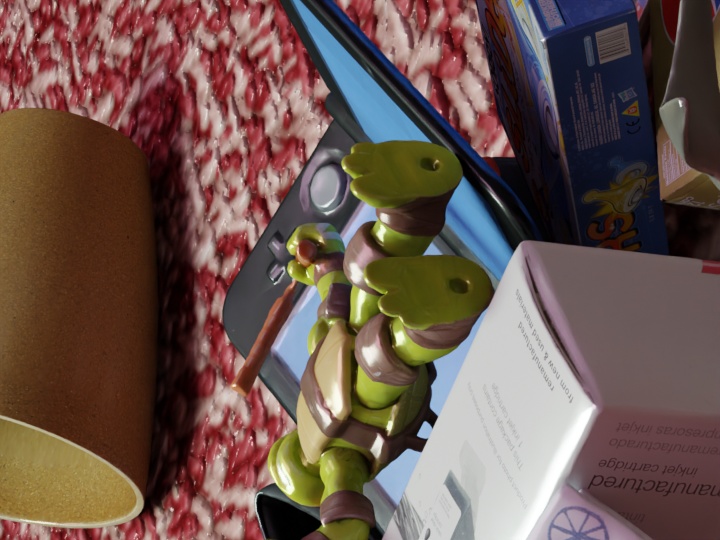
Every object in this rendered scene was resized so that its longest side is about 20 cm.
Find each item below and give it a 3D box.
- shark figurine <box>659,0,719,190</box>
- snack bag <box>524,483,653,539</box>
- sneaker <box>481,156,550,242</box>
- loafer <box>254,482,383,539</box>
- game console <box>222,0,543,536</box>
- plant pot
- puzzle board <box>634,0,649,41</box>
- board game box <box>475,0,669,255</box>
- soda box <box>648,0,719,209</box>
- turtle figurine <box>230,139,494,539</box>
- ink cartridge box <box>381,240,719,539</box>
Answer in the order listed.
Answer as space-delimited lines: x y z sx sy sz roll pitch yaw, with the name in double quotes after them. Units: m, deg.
0.183 -0.010 0.880 0.090 0.214 0.128 -53 -25 -27 "shark figurine"
0.084 0.194 0.925 0.200 0.189 0.021 -55 -7 20 "snack bag"
0.031 0.044 1.235 0.075 0.084 0.200 -134 55 -62 "sneaker"
0.008 0.145 1.152 0.201 0.070 0.068 -119 43 -55 "loafer"
0.000 0.000 1.120 0.171 0.118 0.200 -57 46 18 "game console"
-0.188 0.017 1.669 0.186 0.186 0.200 -32 41 61 "plant pot"
0.099 -0.168 1.224 0.151 0.017 0.200 -111 35 -48 "puzzle board"
0.073 -0.075 1.094 0.200 0.034 0.135 74 177 -53 "board game box"
0.142 -0.121 1.043 0.064 0.068 0.200 143 130 -59 "soda box"
0.000 0.044 1.035 0.161 0.064 0.200 115 166 -47 "turtle figurine"
0.090 0.097 1.003 0.085 0.145 0.200 -112 36 -45 "ink cartridge box"
